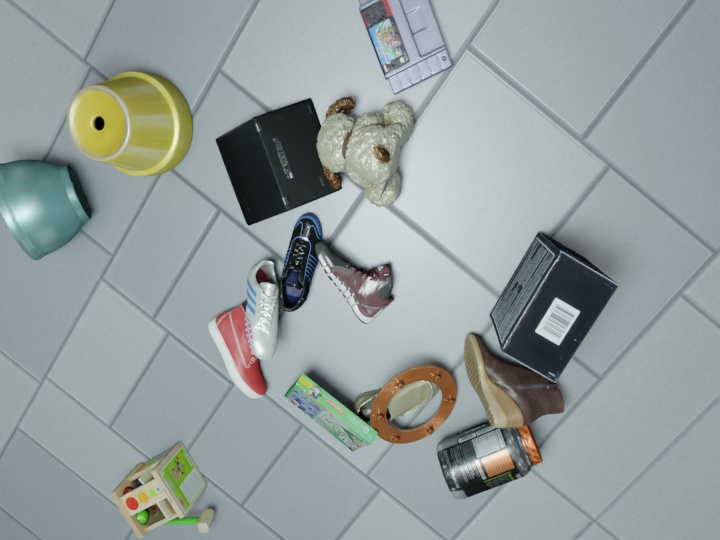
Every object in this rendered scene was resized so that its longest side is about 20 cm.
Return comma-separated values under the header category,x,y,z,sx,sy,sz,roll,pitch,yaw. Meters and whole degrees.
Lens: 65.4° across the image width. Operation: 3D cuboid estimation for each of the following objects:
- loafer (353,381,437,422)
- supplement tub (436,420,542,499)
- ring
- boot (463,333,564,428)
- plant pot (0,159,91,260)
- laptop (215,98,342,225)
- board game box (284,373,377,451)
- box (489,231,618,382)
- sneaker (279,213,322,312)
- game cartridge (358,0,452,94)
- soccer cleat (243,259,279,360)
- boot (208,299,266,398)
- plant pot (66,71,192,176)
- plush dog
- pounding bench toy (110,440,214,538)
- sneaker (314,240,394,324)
category,x,y,z,sx,sy,sz,roll,pitch,yaw
loafer,0.073,0.280,1.195,0.196,0.068,0.077,-25,98,13
supplement tub,0.265,0.381,1.160,0.196,0.123,0.125,-25,98,13
ring,0.114,0.284,1.162,0.194,0.019,0.206,-10,122,-15
boot,0.309,0.213,1.143,0.161,0.073,0.205,-9,64,-16
plant pot,-0.646,-0.141,1.165,0.131,0.200,0.206,-21,100,-15
laptop,-0.169,-0.219,1.152,0.196,0.116,0.192,-23,100,-16
board game box,-0.067,0.307,1.199,0.198,0.029,0.135,39,149,-1
box,0.345,0.058,1.036,0.121,0.199,0.204,28,106,-1
sneaker,-0.124,-0.012,1.155,0.068,0.078,0.206,11,104,6
game cartridge,0.079,-0.452,1.051,0.127,0.038,0.205,-22,98,8
soccer cleat,-0.198,0.075,1.141,0.086,0.068,0.206,-38,54,51
boot,-0.225,0.166,1.217,0.142,0.072,0.204,-27,94,12
plant pot,-0.456,-0.284,1.091,0.194,0.189,0.207,2,103,9
plush dog,-0.007,-0.229,1.060,0.167,0.160,0.206,16,106,20
pounding bench toy,-0.452,0.543,1.306,0.153,0.124,0.203,-29,97,14
sneaker,0.000,0.000,1.149,0.114,0.076,0.202,-33,106,9
